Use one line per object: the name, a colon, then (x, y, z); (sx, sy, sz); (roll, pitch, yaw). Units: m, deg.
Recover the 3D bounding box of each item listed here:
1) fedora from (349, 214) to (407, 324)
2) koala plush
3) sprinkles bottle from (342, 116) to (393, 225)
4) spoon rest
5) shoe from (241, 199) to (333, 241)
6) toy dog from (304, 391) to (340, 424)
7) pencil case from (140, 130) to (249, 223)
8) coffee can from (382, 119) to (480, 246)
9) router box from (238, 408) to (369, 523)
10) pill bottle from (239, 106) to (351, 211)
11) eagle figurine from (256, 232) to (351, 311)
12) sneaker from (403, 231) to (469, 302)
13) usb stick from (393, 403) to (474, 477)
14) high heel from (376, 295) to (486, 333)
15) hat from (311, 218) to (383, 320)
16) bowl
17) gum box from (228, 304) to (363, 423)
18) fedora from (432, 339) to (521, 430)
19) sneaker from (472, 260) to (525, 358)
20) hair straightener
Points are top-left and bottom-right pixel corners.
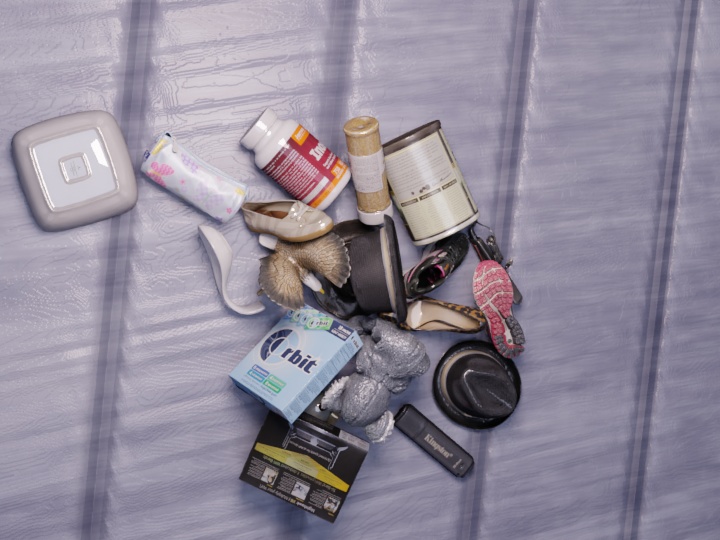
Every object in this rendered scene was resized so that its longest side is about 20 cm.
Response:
fedora: (0.028, 0.002, 1.661); (0.091, 0.201, 0.202); (-9, 96, 5)
koala plush: (0.023, 0.208, 1.715); (0.177, 0.184, 0.200); (40, 72, -16)
sprinkles bottle: (0.015, -0.184, 1.694); (0.068, 0.068, 0.201); (-20, 126, -13)
spoon rest: (-0.252, 0.003, 1.701); (0.060, 0.099, 0.201); (-35, 112, -13)
shoe: (-0.139, -0.096, 1.673); (0.070, 0.199, 0.054); (-54, 137, -36)
toy dog: (-0.113, 0.303, 1.746); (0.131, 0.096, 0.201); (23, 86, -9)
pencil case: (-0.303, -0.171, 1.676); (0.200, 0.083, 0.091); (34, 107, -15)
coffee can: (0.126, -0.168, 1.757); (0.146, 0.146, 0.201); (-27, 100, -12)
router box: (-0.104, 0.354, 1.694); (0.199, 0.052, 0.158); (26, 99, 0)
pill bottle: (-0.123, -0.208, 1.706); (0.200, 0.113, 0.113); (40, 83, -14)
eagle figurine: (-0.113, -0.007, 1.676); (0.150, 0.200, 0.153); (13, 90, -14)
sneaker: (0.154, -0.004, 1.793); (0.200, 0.086, 0.080); (-45, 106, -25)
usb stick: (0.149, 0.347, 1.854); (0.200, 0.033, 0.056); (41, 82, -14)
high heel: (0.141, 0.090, 1.779); (0.199, 0.143, 0.072); (2, 93, -15)
hat: (0.000, 0.000, 1.768); (0.199, 0.081, 0.202); (-1, 94, -16)
bowl: (-0.509, -0.182, 1.627); (0.199, 0.075, 0.201); (-18, 96, -14)
gum box: (-0.121, 0.164, 1.684); (0.200, 0.170, 0.045); (-46, 133, -19)
fedora: (0.248, 0.236, 1.841); (0.199, 0.092, 0.202); (-1, 93, -15)
sneaker: (0.269, 0.078, 1.835); (0.080, 0.075, 0.201); (-15, 96, -5)
hair straightener: (0.281, -0.021, 1.849); (0.041, 0.077, 0.201); (-28, 95, -45)
